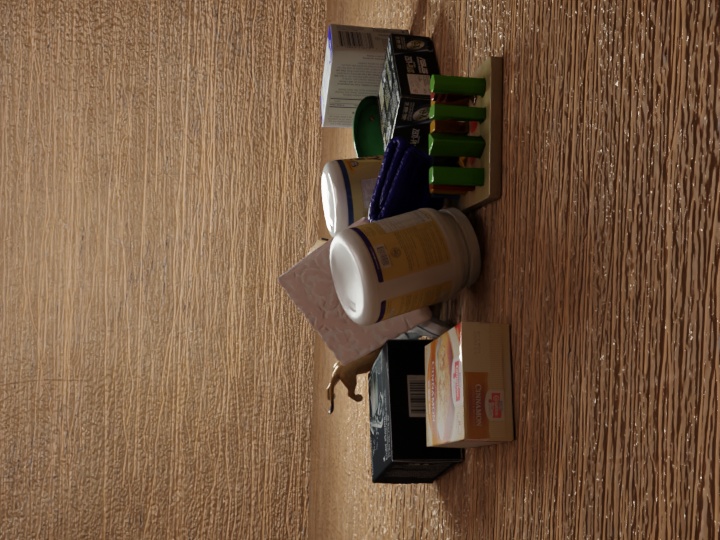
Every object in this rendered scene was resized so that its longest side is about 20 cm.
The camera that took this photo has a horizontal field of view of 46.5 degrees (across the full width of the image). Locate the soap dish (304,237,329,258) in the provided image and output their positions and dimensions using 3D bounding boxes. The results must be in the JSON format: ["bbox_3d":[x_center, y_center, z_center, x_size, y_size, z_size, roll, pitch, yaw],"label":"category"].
[{"bbox_3d":[0.000,0.000,1.512,0.199,0.155,0.083,17,92,64],"label":"soap dish"}]

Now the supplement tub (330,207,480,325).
[{"bbox_3d":[0.067,-0.011,1.264,0.145,0.197,0.148,-15,90,69],"label":"supplement tub"}]

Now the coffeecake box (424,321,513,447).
[{"bbox_3d":[0.150,0.169,1.195,0.200,0.071,0.157,125,147,-72],"label":"coffeecake box"}]

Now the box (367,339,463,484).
[{"bbox_3d":[0.087,0.244,1.426,0.197,0.121,0.204,108,162,-65],"label":"box"}]

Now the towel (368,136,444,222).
[{"bbox_3d":[0.087,-0.125,1.374,0.199,0.049,0.151,13,-88,-63],"label":"towel"}]

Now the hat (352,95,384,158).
[{"bbox_3d":[0.098,-0.270,1.706,0.174,0.164,0.205,-5,94,40],"label":"hat"}]

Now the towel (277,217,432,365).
[{"bbox_3d":[-0.009,0.039,1.381,0.201,0.189,0.032,54,-160,-16],"label":"towel"}]

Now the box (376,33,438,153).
[{"bbox_3d":[0.092,-0.326,1.611,0.165,0.084,0.203,102,166,-47],"label":"box"}]

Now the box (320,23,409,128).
[{"bbox_3d":[0.010,-0.421,1.842,0.202,0.180,0.106,102,165,-46],"label":"box"}]

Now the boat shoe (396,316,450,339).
[{"bbox_3d":[0.080,0.100,1.467,0.199,0.073,0.067,17,91,54],"label":"boat shoe"}]

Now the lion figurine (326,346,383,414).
[{"bbox_3d":[0.003,0.168,1.556,0.200,0.072,0.124,-43,-34,-33],"label":"lion figurine"}]

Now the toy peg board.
[{"bbox_3d":[0.138,-0.199,1.274,0.199,0.096,0.205,160,112,-80],"label":"toy peg board"}]

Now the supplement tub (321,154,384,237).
[{"bbox_3d":[0.037,-0.136,1.522,0.144,0.196,0.148,172,90,-78],"label":"supplement tub"}]
